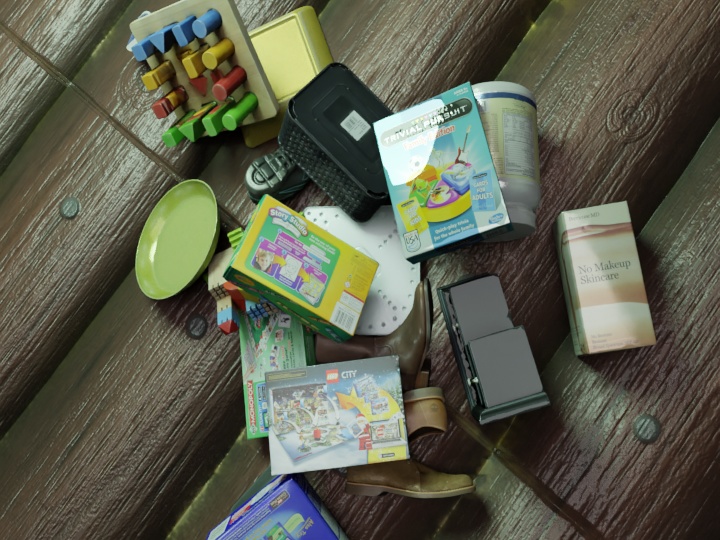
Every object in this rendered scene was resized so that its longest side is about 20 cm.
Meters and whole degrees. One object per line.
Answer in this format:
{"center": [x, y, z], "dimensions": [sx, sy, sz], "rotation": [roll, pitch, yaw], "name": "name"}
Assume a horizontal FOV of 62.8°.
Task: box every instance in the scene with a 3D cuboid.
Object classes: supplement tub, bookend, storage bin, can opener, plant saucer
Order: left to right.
{"center": [-0.294, -0.048, 0.966], "dimensions": [0.195, 0.031, 0.207], "rotation": [-15, 63, 32], "name": "plant saucer"}
{"center": [-0.144, -0.347, 1.020], "dimensions": [0.194, 0.048, 0.206], "rotation": [-22, 78, 3], "name": "plant saucer"}
{"center": [-0.123, 0.305, 0.912], "dimensions": [0.201, 0.053, 0.066], "rotation": [-51, 43, -4], "name": "can opener"}
{"center": [-0.017, -0.196, 0.912], "dimensions": [0.200, 0.094, 0.136], "rotation": [44, 65, -2], "name": "storage bin"}
{"center": [0.174, 0.096, 0.820], "dimensions": [0.089, 0.200, 0.206], "rotation": [-16, 79, 4], "name": "bookend"}
{"center": [0.198, -0.157, 0.887], "dimensions": [0.139, 0.145, 0.208], "rotation": [-1, 80, 8], "name": "supplement tub"}

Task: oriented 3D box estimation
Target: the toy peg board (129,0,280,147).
{"center": [-0.259, -0.299, 0.919], "dimensions": [0.194, 0.203, 0.099], "rotation": [-6, 35, 27], "name": "toy peg board"}

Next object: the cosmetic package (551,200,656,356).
{"center": [0.352, 0.015, 0.865], "dimensions": [0.100, 0.087, 0.208], "rotation": [-10, 79, 7], "name": "cosmetic package"}

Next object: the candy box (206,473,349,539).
{"center": [-0.102, 0.418, 0.846], "dimensions": [0.167, 0.077, 0.203], "rotation": [-36, 92, -1], "name": "candy box"}

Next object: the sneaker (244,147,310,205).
{"center": [-0.107, -0.176, 0.977], "dimensions": [0.197, 0.080, 0.076], "rotation": [-34, 72, -19], "name": "sneaker"}

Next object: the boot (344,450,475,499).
{"center": [0.073, 0.296, 0.871], "dimensions": [0.192, 0.074, 0.078], "rotation": [1, 70, 11], "name": "boot"}

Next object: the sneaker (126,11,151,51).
{"center": [-0.320, -0.392, 1.040], "dimensions": [0.195, 0.114, 0.083], "rotation": [13, 79, 40], "name": "sneaker"}

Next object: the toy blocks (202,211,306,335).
{"center": [-0.155, 0.012, 0.901], "dimensions": [0.195, 0.101, 0.139], "rotation": [-25, 42, 5], "name": "toy blocks"}

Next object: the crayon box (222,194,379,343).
{"center": [-0.081, 0.000, 0.837], "dimensions": [0.196, 0.058, 0.122], "rotation": [30, 62, -14], "name": "crayon box"}

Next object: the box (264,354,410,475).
{"center": [-0.033, 0.202, 0.830], "dimensions": [0.192, 0.038, 0.142], "rotation": [-7, 78, 2], "name": "box"}

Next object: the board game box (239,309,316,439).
{"center": [-0.128, 0.147, 0.913], "dimensions": [0.131, 0.029, 0.208], "rotation": [-15, 75, 32], "name": "board game box"}

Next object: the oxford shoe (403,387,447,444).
{"center": [0.034, 0.231, 0.869], "dimensions": [0.193, 0.072, 0.073], "rotation": [-16, 59, 10], "name": "oxford shoe"}

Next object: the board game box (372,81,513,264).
{"center": [0.110, -0.132, 0.813], "dimensions": [0.146, 0.047, 0.207], "rotation": [-18, 75, 18], "name": "board game box"}

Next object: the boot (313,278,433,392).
{"center": [0.011, 0.097, 0.890], "dimensions": [0.192, 0.064, 0.194], "rotation": [6, 106, 12], "name": "boot"}

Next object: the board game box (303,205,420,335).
{"center": [0.000, 0.000, 0.951], "dimensions": [0.192, 0.026, 0.208], "rotation": [0, 81, 9], "name": "board game box"}
